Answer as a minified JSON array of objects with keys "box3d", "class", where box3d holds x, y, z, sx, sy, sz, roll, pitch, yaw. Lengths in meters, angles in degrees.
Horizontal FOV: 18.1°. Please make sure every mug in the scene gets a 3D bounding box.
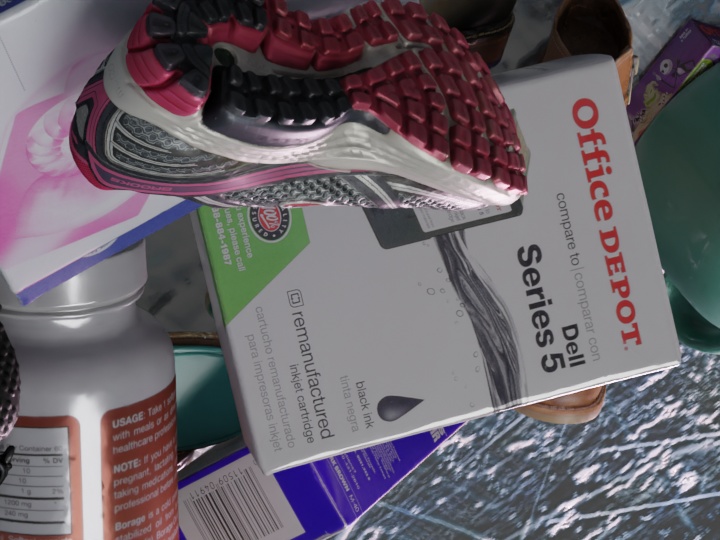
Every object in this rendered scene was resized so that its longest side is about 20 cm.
[{"box3d":[0.240,-0.028,1.268,0.152,0.115,0.185,-32,147,-4],"class":"mug"}]

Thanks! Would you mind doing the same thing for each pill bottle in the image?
[{"box3d":[-0.141,0.081,1.058,0.112,0.112,0.201,-10,110,-32],"class":"pill bottle"}]

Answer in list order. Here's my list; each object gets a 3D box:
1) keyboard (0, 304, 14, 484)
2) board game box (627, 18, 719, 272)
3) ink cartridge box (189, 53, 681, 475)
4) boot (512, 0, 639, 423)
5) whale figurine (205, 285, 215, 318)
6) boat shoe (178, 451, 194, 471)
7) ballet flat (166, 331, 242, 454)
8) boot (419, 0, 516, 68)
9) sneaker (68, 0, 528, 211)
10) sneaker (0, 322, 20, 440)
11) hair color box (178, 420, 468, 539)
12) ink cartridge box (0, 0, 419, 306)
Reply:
[{"box3d":[-0.214,0.082,1.014,0.200,0.127,0.021,-57,173,31],"class":"keyboard"},{"box3d":[0.170,-0.053,1.304,0.120,0.032,0.200,4,132,-50],"class":"board game box"},{"box3d":[0.030,-0.006,1.027,0.199,0.146,0.084,-14,-174,-7],"class":"ink cartridge box"},{"box3d":[0.100,-0.036,1.129,0.073,0.201,0.155,7,129,-13],"class":"boot"},{"box3d":[0.000,0.000,1.153,0.158,0.104,0.200,-25,147,-14],"class":"whale figurine"},{"box3d":[-0.178,0.134,1.203,0.199,0.075,0.074,-19,145,-20],"class":"boat shoe"},{"box3d":[-0.137,0.064,1.154,0.199,0.065,0.071,-10,112,-19],"class":"ballet flat"},{"box3d":[0.010,-0.135,1.012,0.200,0.075,0.097,-20,140,-50],"class":"boot"},{"box3d":[-0.018,-0.057,0.839,0.199,0.081,0.075,10,142,-40],"class":"sneaker"},{"box3d":[-0.233,0.019,0.932,0.199,0.074,0.080,32,129,-15],"class":"sneaker"},{"box3d":[-0.027,0.101,1.200,0.109,0.065,0.200,-28,-177,25],"class":"hair color box"},{"box3d":[-0.068,-0.072,0.875,0.196,0.043,0.200,-30,146,-8],"class":"ink cartridge box"}]
